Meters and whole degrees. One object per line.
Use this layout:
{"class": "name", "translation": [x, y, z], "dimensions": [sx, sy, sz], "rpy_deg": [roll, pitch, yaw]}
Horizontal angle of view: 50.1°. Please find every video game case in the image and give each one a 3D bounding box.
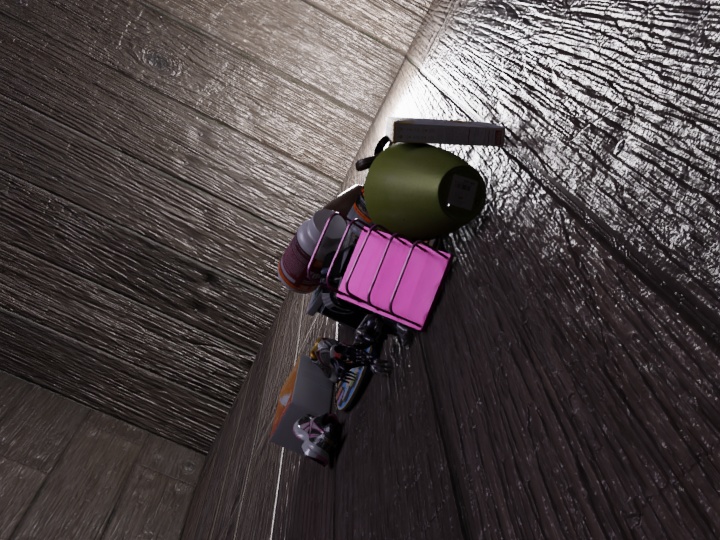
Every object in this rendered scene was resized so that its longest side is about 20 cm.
{"class": "video game case", "translation": [-0.066, -0.013, 1.854], "dimensions": [0.200, 0.023, 0.183], "rpy_deg": [-53, 17, 45]}

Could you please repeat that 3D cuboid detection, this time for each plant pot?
{"class": "plant pot", "translation": [0.127, -0.135, 1.338], "dimensions": [0.188, 0.186, 0.200], "rpy_deg": [-65, 22, -4]}
{"class": "plant pot", "translation": [-0.038, -0.150, 2.282], "dimensions": [0.201, 0.186, 0.187], "rpy_deg": [-53, 7, -15]}

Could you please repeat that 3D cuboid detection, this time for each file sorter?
{"class": "file sorter", "translation": [0.028, -0.003, 1.319], "dimensions": [0.199, 0.125, 0.140], "rpy_deg": [20, 86, 38]}

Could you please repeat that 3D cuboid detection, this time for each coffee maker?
{"class": "coffee maker", "translation": [0.000, 0.000, 1.626], "dimensions": [0.193, 0.134, 0.200], "rpy_deg": [-55, 11, -10]}

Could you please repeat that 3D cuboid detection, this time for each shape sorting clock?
{"class": "shape sorting clock", "translation": [-0.010, 0.195, 1.609], "dimensions": [0.201, 0.039, 0.200], "rpy_deg": [-62, 10, 19]}

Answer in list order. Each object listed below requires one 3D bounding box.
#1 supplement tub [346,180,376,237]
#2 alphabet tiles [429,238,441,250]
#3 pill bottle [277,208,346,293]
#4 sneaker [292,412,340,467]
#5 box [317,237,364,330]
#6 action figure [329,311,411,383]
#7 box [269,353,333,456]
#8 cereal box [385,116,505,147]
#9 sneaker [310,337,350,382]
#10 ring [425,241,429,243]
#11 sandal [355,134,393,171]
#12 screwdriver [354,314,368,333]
{"class": "supplement tub", "translation": [0.062, -0.162, 1.669], "dimensions": [0.201, 0.122, 0.123], "rpy_deg": [-60, 11, 25]}
{"class": "alphabet tiles", "translation": [0.114, 0.014, 1.486], "dimensions": [0.167, 0.006, 0.201], "rpy_deg": [-59, 11, 32]}
{"class": "pill bottle", "translation": [-0.109, -0.045, 1.776], "dimensions": [0.200, 0.112, 0.114], "rpy_deg": [-55, 14, 44]}
{"class": "sneaker", "translation": [-0.077, 0.330, 1.581], "dimensions": [0.087, 0.080, 0.200], "rpy_deg": [-53, 17, -2]}
{"class": "box", "translation": [-0.026, 0.031, 1.905], "dimensions": [0.201, 0.103, 0.182], "rpy_deg": [-65, 11, -4]}
{"class": "action figure", "translation": [0.030, 0.133, 1.388], "dimensions": [0.200, 0.102, 0.120], "rpy_deg": [-35, -27, -52]}
{"class": "box", "translation": [-0.134, 0.313, 1.809], "dimensions": [0.125, 0.097, 0.200], "rpy_deg": [-60, 11, 25]}
{"class": "cereal box", "translation": [0.149, -0.252, 1.397], "dimensions": [0.144, 0.198, 0.040], "rpy_deg": [-106, 18, -74]}
{"class": "sneaker", "translation": [-0.069, 0.194, 1.744], "dimensions": [0.200, 0.082, 0.078], "rpy_deg": [97, -163, -66]}
{"class": "ring", "translation": [0.102, -0.055, 1.551], "dimensions": [0.200, 0.019, 0.202], "rpy_deg": [-163, 90, -73]}
{"class": "sandal", "translation": [0.057, -0.277, 1.738], "dimensions": [0.199, 0.055, 0.082], "rpy_deg": [-29, 4, -35]}
{"class": "screwdriver", "translation": [0.046, 0.061, 1.649], "dimensions": [0.201, 0.029, 0.028], "rpy_deg": [-60, 13, 20]}
